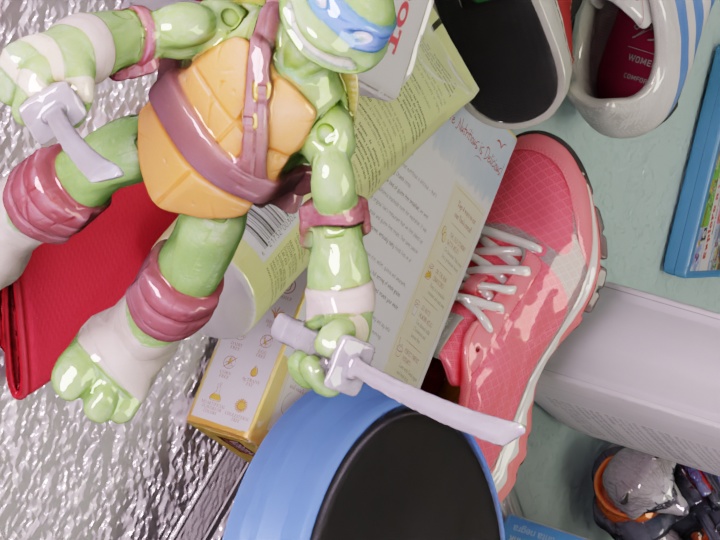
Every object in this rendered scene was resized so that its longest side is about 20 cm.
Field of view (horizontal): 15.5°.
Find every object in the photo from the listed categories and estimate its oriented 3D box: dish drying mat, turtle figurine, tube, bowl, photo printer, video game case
[{"bbox_3d":[-0.081,-0.026,1.048,0.200,0.018,0.077,-39,137,-48],"label":"dish drying mat"},{"bbox_3d":[-0.067,-0.010,0.859,0.144,0.194,0.201,13,55,-33],"label":"turtle figurine"},{"bbox_3d":[-0.014,-0.050,1.087,0.200,0.052,0.058,-51,161,-39],"label":"tube"},{"bbox_3d":[0.006,0.149,1.153,0.200,0.039,0.201,-5,96,-58],"label":"bowl"},{"bbox_3d":[0.189,0.067,1.429,0.166,0.199,0.070,39,70,-61],"label":"photo printer"},{"bbox_3d":[0.251,-0.067,1.681,0.200,0.018,0.144,-2,107,-63],"label":"video game case"}]

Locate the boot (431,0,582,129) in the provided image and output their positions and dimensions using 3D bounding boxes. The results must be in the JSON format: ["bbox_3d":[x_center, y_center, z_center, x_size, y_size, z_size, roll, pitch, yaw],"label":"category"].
[{"bbox_3d":[0.059,-0.183,1.196,0.144,0.072,0.201,-70,149,-58],"label":"boot"}]

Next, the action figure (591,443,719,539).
[{"bbox_3d":[0.195,0.174,1.587,0.104,0.200,0.194,-29,138,2],"label":"action figure"}]

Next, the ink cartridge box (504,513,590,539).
[{"bbox_3d":[0.103,0.260,1.501,0.201,0.084,0.145,-67,154,-13],"label":"ink cartridge box"}]

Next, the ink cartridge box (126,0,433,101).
[{"bbox_3d":[-0.038,-0.160,0.977,0.200,0.085,0.148,25,82,-65],"label":"ink cartridge box"}]

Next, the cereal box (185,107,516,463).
[{"bbox_3d":[0.000,0.000,1.196,0.144,0.039,0.201,42,67,-60],"label":"cereal box"}]

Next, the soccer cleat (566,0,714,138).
[{"bbox_3d":[0.159,-0.166,1.380,0.086,0.070,0.201,8,98,-64],"label":"soccer cleat"}]

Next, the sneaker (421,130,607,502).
[{"bbox_3d":[0.063,0.026,1.299,0.087,0.074,0.201,18,89,-63],"label":"sneaker"}]
